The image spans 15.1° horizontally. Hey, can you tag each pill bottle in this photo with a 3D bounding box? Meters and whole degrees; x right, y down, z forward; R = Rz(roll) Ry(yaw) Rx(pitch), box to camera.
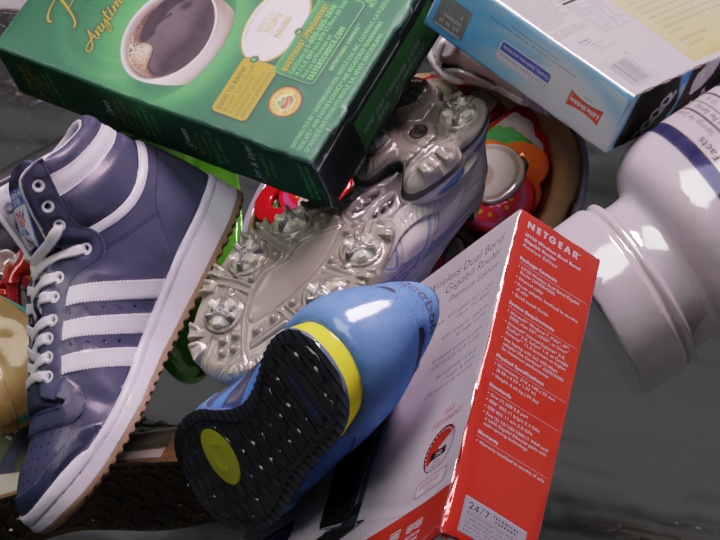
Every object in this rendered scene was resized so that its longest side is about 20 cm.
[{"bbox_3d":[0.191,-0.032,1.291,0.200,0.120,0.120,-34,43,-5],"label":"pill bottle"}]

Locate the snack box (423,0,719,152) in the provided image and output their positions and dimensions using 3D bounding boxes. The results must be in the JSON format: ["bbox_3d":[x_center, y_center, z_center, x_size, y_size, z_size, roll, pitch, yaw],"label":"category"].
[{"bbox_3d":[0.133,-0.126,1.365,0.116,0.037,0.200,37,33,20],"label":"snack box"}]

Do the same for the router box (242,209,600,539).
[{"bbox_3d":[0.018,0.092,1.241,0.200,0.049,0.180,-38,28,46],"label":"router box"}]

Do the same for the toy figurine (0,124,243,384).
[{"bbox_3d":[-0.175,-0.014,1.454,0.183,0.150,0.201,-14,60,19],"label":"toy figurine"}]

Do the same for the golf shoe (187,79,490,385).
[{"bbox_3d":[0.000,0.000,1.335,0.078,0.097,0.200,30,63,34],"label":"golf shoe"}]

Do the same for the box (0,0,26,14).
[{"bbox_3d":[-0.092,-0.160,1.527,0.144,0.037,0.200,8,12,32],"label":"box"}]

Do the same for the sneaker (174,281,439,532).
[{"bbox_3d":[-0.022,0.061,1.240,0.078,0.200,0.066,-32,83,-33],"label":"sneaker"}]

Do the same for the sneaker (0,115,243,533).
[{"bbox_3d":[-0.144,0.019,1.305,0.070,0.108,0.201,-25,36,62],"label":"sneaker"}]

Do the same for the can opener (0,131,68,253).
[{"bbox_3d":[-0.162,-0.054,1.553,0.199,0.053,0.066,-30,8,-4],"label":"can opener"}]

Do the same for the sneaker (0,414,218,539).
[{"bbox_3d":[-0.140,0.086,1.386,0.199,0.067,0.090,-12,51,21],"label":"sneaker"}]

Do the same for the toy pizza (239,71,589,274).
[{"bbox_3d":[0.024,-0.039,1.447,0.199,0.032,0.201,-14,45,15],"label":"toy pizza"}]

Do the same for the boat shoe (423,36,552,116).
[{"bbox_3d":[0.061,-0.129,1.460,0.068,0.072,0.200,-21,33,-5],"label":"boat shoe"}]

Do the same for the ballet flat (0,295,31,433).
[{"bbox_3d":[-0.229,0.020,1.383,0.200,0.069,0.063,28,53,31],"label":"ballet flat"}]

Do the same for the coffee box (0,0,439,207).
[{"bbox_3d":[-0.070,-0.117,1.350,0.199,0.044,0.123,20,66,27],"label":"coffee box"}]
